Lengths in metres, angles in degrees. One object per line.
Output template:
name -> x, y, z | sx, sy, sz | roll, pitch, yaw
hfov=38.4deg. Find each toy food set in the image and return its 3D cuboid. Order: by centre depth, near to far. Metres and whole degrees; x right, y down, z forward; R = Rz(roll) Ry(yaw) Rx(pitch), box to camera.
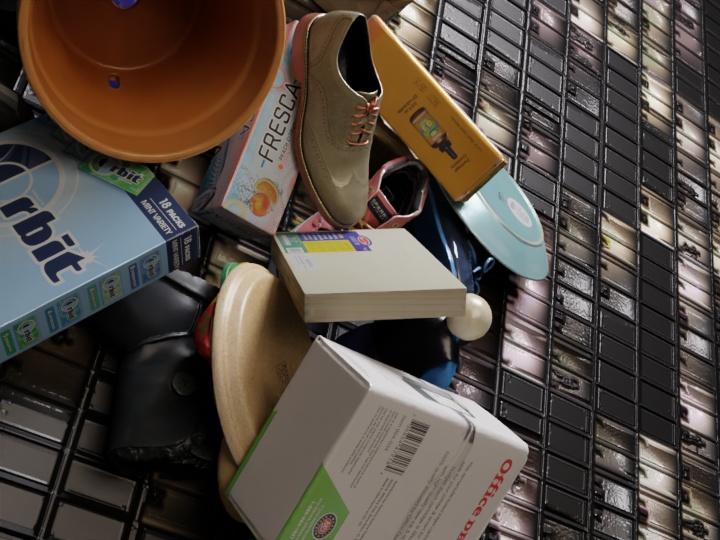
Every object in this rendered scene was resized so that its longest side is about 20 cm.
toy food set -> -0.085, 0.093, 0.870 | 0.198, 0.048, 0.201 | -63, 140, -62

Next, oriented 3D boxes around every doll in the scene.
doll -> 0.030, 0.068, 0.923 | 0.048, 0.199, 0.138 | 9, 62, -50

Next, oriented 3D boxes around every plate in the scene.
plate -> 0.152, -0.077, 1.151 | 0.200, 0.026, 0.201 | 38, 28, -24

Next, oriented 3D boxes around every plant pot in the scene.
plant pot -> -0.173, -0.203, 0.817 | 0.199, 0.201, 0.140 | 15, 19, -30

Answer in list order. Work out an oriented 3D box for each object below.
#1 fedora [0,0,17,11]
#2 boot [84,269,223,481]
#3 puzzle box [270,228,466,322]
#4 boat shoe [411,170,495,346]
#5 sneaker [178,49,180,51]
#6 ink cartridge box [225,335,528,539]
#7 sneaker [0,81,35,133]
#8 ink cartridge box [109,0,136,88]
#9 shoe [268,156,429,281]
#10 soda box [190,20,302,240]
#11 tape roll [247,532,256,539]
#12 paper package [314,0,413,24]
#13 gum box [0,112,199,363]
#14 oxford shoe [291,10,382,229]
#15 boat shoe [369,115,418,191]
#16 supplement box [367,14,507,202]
fedora -> -0.253, -0.308, 0.932 | 0.091, 0.200, 0.202 | 27, 53, -45
boot -> -0.186, 0.075, 0.844 | 0.199, 0.076, 0.169 | 25, 52, -32
puzzle box -> 0.000, 0.000, 0.890 | 0.132, 0.200, 0.026 | -2, 106, -11
boat shoe -> 0.105, -0.018, 1.098 | 0.068, 0.084, 0.202 | 3, 69, -25
sneaker -> -0.146, -0.226, 0.975 | 0.099, 0.078, 0.202 | 9, 75, -40
ink cartridge box -> 0.018, 0.158, 0.815 | 0.199, 0.084, 0.146 | 27, 97, -41
sneaker -> -0.369, -0.119, 0.816 | 0.199, 0.075, 0.116 | 23, 61, -14
ink cartridge box -> -0.187, -0.236, 1.017 | 0.199, 0.043, 0.200 | 4, 68, -34
shoe -> -0.009, -0.044, 1.022 | 0.072, 0.091, 0.200 | 50, 49, -5
soda box -> -0.088, -0.133, 0.982 | 0.063, 0.068, 0.201 | 30, 72, -30
tape roll -> -0.005, 0.270, 0.903 | 0.199, 0.048, 0.202 | 16, 61, -29
paper package -> 0.001, -0.400, 1.195 | 0.190, 0.103, 0.201 | 39, 50, -15
gum box -> -0.253, -0.033, 0.794 | 0.199, 0.045, 0.170 | -31, 62, -25
oxford shoe -> -0.016, -0.137, 0.947 | 0.070, 0.074, 0.202 | -18, 104, -41
boat shoe -> -0.007, -0.162, 1.094 | 0.200, 0.071, 0.065 | 39, 52, -13
supplement box -> 0.061, -0.163, 1.055 | 0.200, 0.066, 0.069 | 50, 11, 9
